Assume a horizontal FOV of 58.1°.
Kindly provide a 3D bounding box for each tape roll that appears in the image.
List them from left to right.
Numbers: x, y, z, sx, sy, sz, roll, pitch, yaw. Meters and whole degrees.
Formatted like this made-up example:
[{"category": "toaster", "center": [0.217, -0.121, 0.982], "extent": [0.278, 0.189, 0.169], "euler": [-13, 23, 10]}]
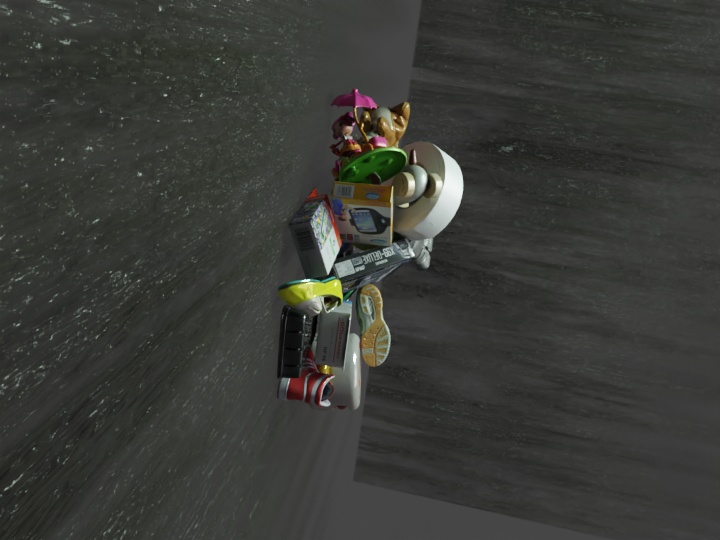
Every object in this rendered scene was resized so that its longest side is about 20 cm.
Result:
[{"category": "tape roll", "center": [0.124, -0.171, 1.410], "extent": [0.070, 0.199, 0.208], "euler": [23, 73, -43]}]

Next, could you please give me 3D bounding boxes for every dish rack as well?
[{"category": "dish rack", "center": [-0.119, 0.111, 1.320], "extent": [0.201, 0.053, 0.157], "euler": [-72, 171, -64]}]

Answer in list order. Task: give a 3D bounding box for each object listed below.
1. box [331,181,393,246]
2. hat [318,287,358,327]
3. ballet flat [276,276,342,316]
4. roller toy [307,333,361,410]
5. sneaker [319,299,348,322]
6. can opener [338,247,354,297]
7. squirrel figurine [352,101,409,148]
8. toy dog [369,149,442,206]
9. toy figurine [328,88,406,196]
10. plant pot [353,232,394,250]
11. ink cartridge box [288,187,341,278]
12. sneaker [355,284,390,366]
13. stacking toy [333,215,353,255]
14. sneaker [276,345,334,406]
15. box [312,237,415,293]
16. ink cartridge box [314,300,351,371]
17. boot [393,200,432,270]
[{"category": "box", "center": [0.007, -0.104, 1.308], "extent": [0.201, 0.116, 0.042], "euler": [85, 12, -62]}, {"category": "hat", "center": [-0.091, 0.006, 1.571], "extent": [0.200, 0.176, 0.166], "euler": [-46, 178, -11]}, {"category": "ballet flat", "center": [-0.085, 0.051, 1.223], "extent": [0.199, 0.066, 0.069], "euler": [-5, 75, -66]}, {"category": "roller toy", "center": [-0.069, 0.247, 1.571], "extent": [0.201, 0.136, 0.187], "euler": [-86, 175, -60]}, {"category": "sneaker", "center": [-0.060, 0.081, 1.722], "extent": [0.083, 0.068, 0.204], "euler": [82, 20, -63]}, {"category": "can opener", "center": [-0.038, -0.032, 1.683], "extent": [0.066, 0.051, 0.206], "euler": [39, 51, -77]}, {"category": "squirrel figurine", "center": [0.044, -0.338, 1.763], "extent": [0.202, 0.138, 0.190], "euler": [84, 23, -59]}, {"category": "toy dog", "center": [0.072, -0.181, 1.333], "extent": [0.131, 0.196, 0.099], "euler": [2, 79, -55]}, {"category": "toy figurine", "center": [-0.013, -0.279, 1.371], "extent": [0.199, 0.148, 0.188], "euler": [-35, -115, 44]}, {"category": "plant pot", "center": [0.049, -0.148, 1.602], "extent": [0.197, 0.179, 0.205], "euler": [-5, 97, -44]}, {"category": "ink cartridge box", "center": [-0.077, -0.082, 1.254], "extent": [0.201, 0.049, 0.111], "euler": [-69, 146, -60]}, {"category": "sneaker", "center": [0.028, 0.134, 1.620], "extent": [0.088, 0.074, 0.206], "euler": [-172, -102, -79]}, {"category": "stacking toy", "center": [-0.076, -0.054, 1.395], "extent": [0.200, 0.083, 0.088], "euler": [-49, 149, -66]}, {"category": "sneaker", "center": [-0.100, 0.226, 1.378], "extent": [0.200, 0.109, 0.073], "euler": [-62, 161, -71]}, {"category": "box", "center": [0.000, 0.000, 1.422], "extent": [0.051, 0.196, 0.157], "euler": [66, -29, 9]}, {"category": "ink cartridge box", "center": [-0.057, 0.134, 1.389], "extent": [0.200, 0.065, 0.119], "euler": [-90, -172, -85]}, {"category": "boot", "center": [0.134, -0.114, 1.531], "extent": [0.131, 0.068, 0.205], "euler": [37, 64, -54]}]
